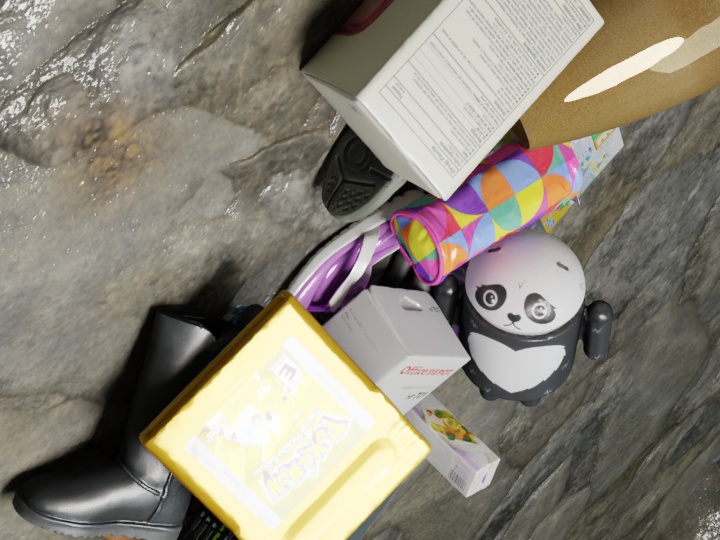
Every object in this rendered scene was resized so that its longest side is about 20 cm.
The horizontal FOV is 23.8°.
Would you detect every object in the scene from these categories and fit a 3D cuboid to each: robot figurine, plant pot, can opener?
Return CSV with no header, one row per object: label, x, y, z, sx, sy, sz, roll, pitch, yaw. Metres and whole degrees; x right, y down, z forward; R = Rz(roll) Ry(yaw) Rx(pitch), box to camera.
robot figurine,0.159,0.051,1.702,0.149,0.125,0.201,-21,143,-19
plant pot,0.213,-0.204,1.578,0.199,0.187,0.187,-32,154,-3
can opener,0.069,-0.007,1.719,0.067,0.053,0.201,-20,143,-46

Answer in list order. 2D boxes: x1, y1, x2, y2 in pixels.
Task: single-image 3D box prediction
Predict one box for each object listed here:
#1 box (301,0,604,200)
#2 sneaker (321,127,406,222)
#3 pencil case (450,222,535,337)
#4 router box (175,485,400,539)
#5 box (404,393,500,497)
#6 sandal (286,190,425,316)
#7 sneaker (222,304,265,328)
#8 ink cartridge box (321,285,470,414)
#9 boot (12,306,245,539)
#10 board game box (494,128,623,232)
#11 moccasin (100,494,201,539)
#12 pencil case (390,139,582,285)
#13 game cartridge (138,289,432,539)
box,0.074,-0.180,1.369,0.200,0.109,0.128,-47,123,-6
sneaker,0.050,-0.119,1.504,0.200,0.076,0.114,-57,149,2
pencil case,0.129,-0.002,1.788,0.086,0.083,0.201,-75,177,-45
router box,-0.064,0.220,1.544,0.201,0.062,0.150,-53,140,-2
box,0.058,0.147,1.736,0.039,0.200,0.042,-22,143,-41
sandal,-0.001,-0.004,1.608,0.202,0.050,0.083,-41,154,-19
sneaker,-0.092,0.116,1.547,0.086,0.075,0.201,-11,124,-32
ink cartridge box,-0.013,0.111,1.652,0.200,0.086,0.146,-40,159,20
boot,-0.189,0.126,1.440,0.164,0.066,0.201,11,111,-39
board game box,0.213,-0.133,1.811,0.135,0.034,0.200,-49,155,-5
moccasin,-0.172,0.207,1.594,0.078,0.074,0.201,-50,147,18
pencil case,0.121,-0.063,1.610,0.199,0.088,0.089,-30,149,-28
game cartridge,-0.060,0.146,1.449,0.176,0.032,0.200,-45,112,-6
